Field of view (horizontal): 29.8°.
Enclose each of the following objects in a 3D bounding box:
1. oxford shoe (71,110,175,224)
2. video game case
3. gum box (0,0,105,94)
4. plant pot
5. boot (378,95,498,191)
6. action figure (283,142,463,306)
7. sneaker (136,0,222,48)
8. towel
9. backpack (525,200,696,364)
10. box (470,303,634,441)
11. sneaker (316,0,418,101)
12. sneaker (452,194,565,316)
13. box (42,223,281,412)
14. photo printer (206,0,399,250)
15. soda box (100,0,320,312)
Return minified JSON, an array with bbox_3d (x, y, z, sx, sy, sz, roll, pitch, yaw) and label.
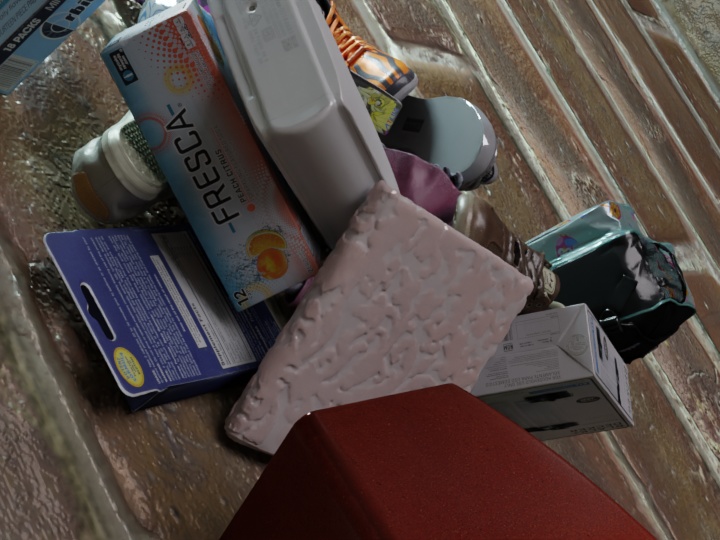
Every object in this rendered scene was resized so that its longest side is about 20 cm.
[{"bbox_3d":[-0.160,-0.075,0.969,0.075,0.058,0.200,53,12,-6],"label":"oxford shoe"},{"bbox_3d":[-0.086,-0.188,1.131,0.181,0.036,0.200,23,8,-47],"label":"video game case"},{"bbox_3d":[-0.233,-0.253,0.924,0.044,0.169,0.201,9,51,-55],"label":"gum box"},{"bbox_3d":[0.030,0.182,0.799,0.199,0.200,0.177,-6,50,-42],"label":"plant pot"},{"bbox_3d":[0.091,-0.107,1.205,0.095,0.074,0.200,25,6,-27],"label":"boot"},{"bbox_3d":[0.000,0.000,1.069,0.149,0.133,0.202,46,60,-64],"label":"action figure"},{"bbox_3d":[-0.105,-0.113,1.001,0.201,0.071,0.073,58,12,-39],"label":"sneaker"},{"bbox_3d":[0.018,0.056,0.964,0.190,0.201,0.032,27,6,-46],"label":"towel"},{"bbox_3d":[0.243,0.024,1.379,0.199,0.175,0.154,19,46,-55],"label":"backpack"},{"bbox_3d":[0.160,0.093,1.152,0.200,0.116,0.061,43,38,-64],"label":"box"},{"bbox_3d":[-0.023,-0.199,1.238,0.112,0.077,0.200,55,-12,-22],"label":"sneaker"},{"bbox_3d":[0.121,-0.004,1.079,0.200,0.075,0.071,58,37,-64],"label":"sneaker"},{"bbox_3d":[-0.132,0.027,0.914,0.122,0.032,0.200,60,25,12],"label":"box"},{"bbox_3d":[-0.033,-0.111,0.944,0.200,0.069,0.167,59,8,-59],"label":"photo printer"},{"bbox_3d":[-0.098,-0.078,0.917,0.064,0.068,0.201,-96,161,-72],"label":"soda box"}]
